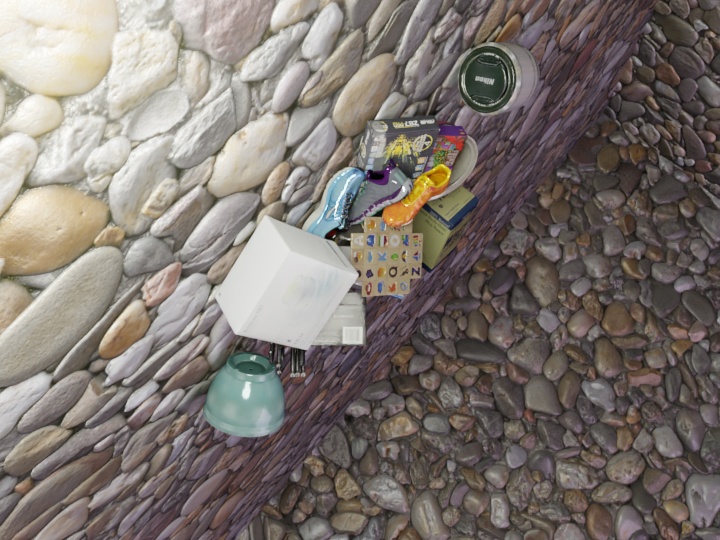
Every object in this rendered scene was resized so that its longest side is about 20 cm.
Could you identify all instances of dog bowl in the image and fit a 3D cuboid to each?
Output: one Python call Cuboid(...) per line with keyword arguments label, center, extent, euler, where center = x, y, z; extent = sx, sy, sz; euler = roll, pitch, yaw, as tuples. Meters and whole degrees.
Cuboid(label="dog bowl", center=(0.187, -0.276, 1.757), extent=(0.195, 0.075, 0.203), euler=(-18, 142, -15))

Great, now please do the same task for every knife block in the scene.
Cuboid(label="knife block", center=(-0.150, 0.139, 1.682), extent=(0.200, 0.175, 0.064), euler=(-43, 165, -22))

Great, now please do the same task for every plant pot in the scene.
Cuboid(label="plant pot", center=(-0.265, 0.278, 1.688), extent=(0.199, 0.196, 0.138), euler=(-22, 128, -60))

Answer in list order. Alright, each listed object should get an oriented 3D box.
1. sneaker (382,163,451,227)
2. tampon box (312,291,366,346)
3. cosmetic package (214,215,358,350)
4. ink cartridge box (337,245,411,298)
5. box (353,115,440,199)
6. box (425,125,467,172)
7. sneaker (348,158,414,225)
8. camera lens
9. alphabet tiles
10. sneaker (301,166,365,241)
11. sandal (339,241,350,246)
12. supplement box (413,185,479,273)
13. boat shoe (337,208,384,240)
Cuboid(label="sneaker", center=(0.119, -0.169, 1.560), extent=(0.199, 0.073, 0.078), euler=(-42, 159, -25))
Cuboid(label="tampon box", center=(-0.063, 0.119, 1.775), extent=(0.200, 0.145, 0.131), euler=(138, -47, -84))
Cuboid(label="cosmetic package", center=(-0.145, 0.030, 1.413), extent=(0.197, 0.123, 0.201), euler=(19, 113, -44))
Cuboid(label="ink cartridge box", center=(0.000, 0.000, 1.658), extent=(0.142, 0.198, 0.087), euler=(17, 85, -31))
Cuboid(label="box", center=(0.071, -0.242, 1.548), extent=(0.157, 0.050, 0.202), euler=(-7, 146, -20))
Cuboid(label="box", center=(0.133, -0.267, 1.633), extent=(0.195, 0.040, 0.138), euler=(-4, 141, -25))
Cuboid(label="sneaker", center=(0.022, -0.172, 1.543), extent=(0.197, 0.088, 0.075), euler=(-27, -159, 36))
Cuboid(label="camera lens", center=(0.332, -0.460, 1.710), extent=(0.199, 0.159, 0.162), euler=(-27, 153, -55))
Cuboid(label="alphabet tiles", center=(0.059, -0.031, 1.568), extent=(0.195, 0.006, 0.172), euler=(-2, 97, -35))
Cuboid(label="sneaker", center=(-0.041, -0.124, 1.514), extent=(0.078, 0.090, 0.203), euler=(8, 117, -55))
Cuboid(label="sandal", center=(-0.006, -0.058, 1.822), extent=(0.057, 0.080, 0.201), euler=(-39, -173, 46))
Cuboid(label="supplement box", center=(0.178, -0.149, 1.914), extent=(0.134, 0.199, 0.202), euler=(-39, 161, -36))
Cuboid(label="boat shoe", center=(0.029, -0.116, 1.632), extent=(0.196, 0.073, 0.061), euler=(-22, -157, 4))
